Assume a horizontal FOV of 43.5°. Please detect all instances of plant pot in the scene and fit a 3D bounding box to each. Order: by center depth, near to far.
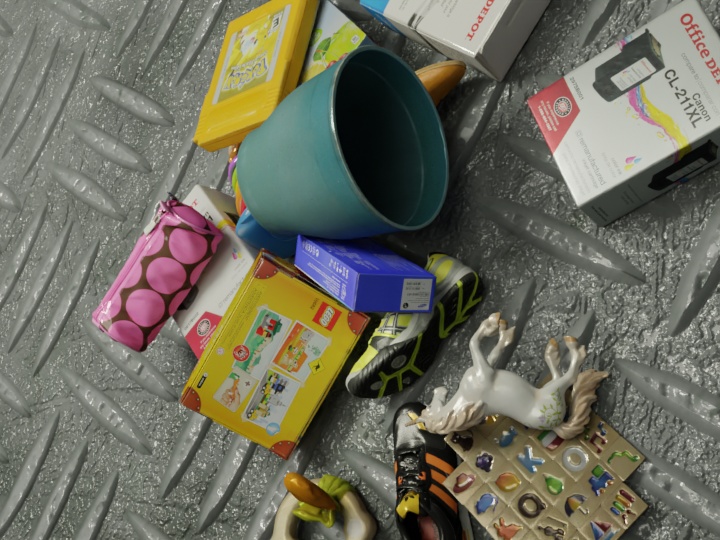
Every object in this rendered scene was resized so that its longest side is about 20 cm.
[{"bbox_3d":[-0.032,-0.124,1.018,0.187,0.199,0.203,-14,70,39],"label":"plant pot"}]

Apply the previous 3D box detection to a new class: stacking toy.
[{"bbox_3d":[-0.133,-0.123,1.205,0.116,0.109,0.200,-48,47,13],"label":"stacking toy"}]

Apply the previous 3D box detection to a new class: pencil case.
[{"bbox_3d":[-0.263,0.006,1.145,0.091,0.093,0.201,41,103,33],"label":"pencil case"}]

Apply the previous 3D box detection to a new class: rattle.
[{"bbox_3d":[-0.085,0.328,1.028,0.200,0.143,0.130,-44,78,8],"label":"rattle"}]

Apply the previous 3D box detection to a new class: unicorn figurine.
[{"bbox_3d":[0.147,0.121,0.944,0.198,0.074,0.139,15,78,23],"label":"unicorn figurine"}]

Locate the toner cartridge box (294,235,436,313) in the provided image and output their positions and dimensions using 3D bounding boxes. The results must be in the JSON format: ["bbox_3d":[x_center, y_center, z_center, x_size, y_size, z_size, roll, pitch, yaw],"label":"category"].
[{"bbox_3d":[0.000,0.000,1.026,0.200,0.094,0.044,-146,62,-64],"label":"toner cartridge box"}]

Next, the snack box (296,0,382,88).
[{"bbox_3d":[-0.065,-0.262,1.179,0.169,0.067,0.200,-50,41,12],"label":"snack box"}]

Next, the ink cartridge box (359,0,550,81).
[{"bbox_3d":[0.120,-0.340,1.099,0.199,0.084,0.147,36,97,33],"label":"ink cartridge box"}]

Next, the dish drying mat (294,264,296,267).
[{"bbox_3d":[-0.089,0.077,1.138,0.201,0.076,0.018,-60,18,5],"label":"dish drying mat"}]

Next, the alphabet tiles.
[{"bbox_3d":[0.187,0.208,0.935,0.166,0.006,0.200,-44,58,-4],"label":"alphabet tiles"}]

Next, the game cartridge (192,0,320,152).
[{"bbox_3d":[-0.138,-0.259,1.175,0.175,0.032,0.202,-10,58,45],"label":"game cartridge"}]

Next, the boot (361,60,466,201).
[{"bbox_3d":[0.064,-0.150,1.102,0.200,0.070,0.145,-28,69,29],"label":"boot"}]

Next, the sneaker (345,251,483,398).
[{"bbox_3d":[0.055,0.066,1.051,0.200,0.075,0.076,-46,50,3],"label":"sneaker"}]

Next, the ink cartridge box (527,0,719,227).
[{"bbox_3d":[0.298,-0.163,0.943,0.199,0.083,0.147,-31,63,22],"label":"ink cartridge box"}]

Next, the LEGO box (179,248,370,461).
[{"bbox_3d":[-0.103,0.099,1.084,0.148,0.077,0.201,30,95,-11],"label":"LEGO box"}]

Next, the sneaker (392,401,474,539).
[{"bbox_3d":[0.068,0.236,0.979,0.069,0.090,0.202,-23,67,25],"label":"sneaker"}]

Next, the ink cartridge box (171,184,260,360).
[{"bbox_3d":[-0.190,0.008,1.204,0.148,0.085,0.200,-48,60,13],"label":"ink cartridge box"}]
